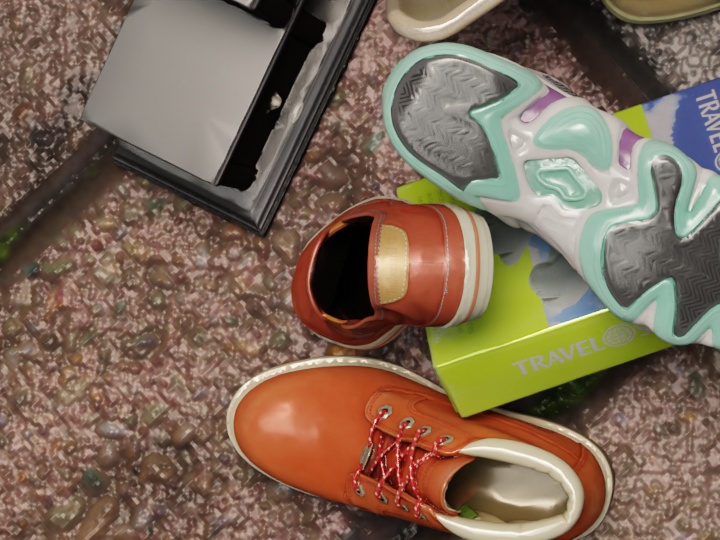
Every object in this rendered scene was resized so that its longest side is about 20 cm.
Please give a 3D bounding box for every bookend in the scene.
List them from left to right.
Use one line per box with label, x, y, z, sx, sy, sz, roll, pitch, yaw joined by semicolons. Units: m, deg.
bookend;-0.061;-0.127;1.052;0.092;0.200;0.200;26;93;8

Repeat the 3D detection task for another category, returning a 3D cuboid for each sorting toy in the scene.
sorting toy;0.098;-0.175;1.035;0.199;0.185;0.037;-29;101;7

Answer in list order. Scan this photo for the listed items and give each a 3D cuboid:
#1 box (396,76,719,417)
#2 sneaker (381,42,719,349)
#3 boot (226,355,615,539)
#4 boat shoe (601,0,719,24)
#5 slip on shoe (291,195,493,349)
box;0.124;-0.016;1.070;0.199;0.048;0.122;-19;48;9
sneaker;0.104;-0.043;1.014;0.200;0.140;0.078;36;100;-1
boot;0.023;0.089;1.086;0.199;0.107;0.075;11;94;11
boat shoe;0.204;-0.183;1.079;0.199;0.063;0.074;-27;86;8
slip on shoe;0.000;0.000;1.049;0.061;0.200;0.075;1;88;-19
